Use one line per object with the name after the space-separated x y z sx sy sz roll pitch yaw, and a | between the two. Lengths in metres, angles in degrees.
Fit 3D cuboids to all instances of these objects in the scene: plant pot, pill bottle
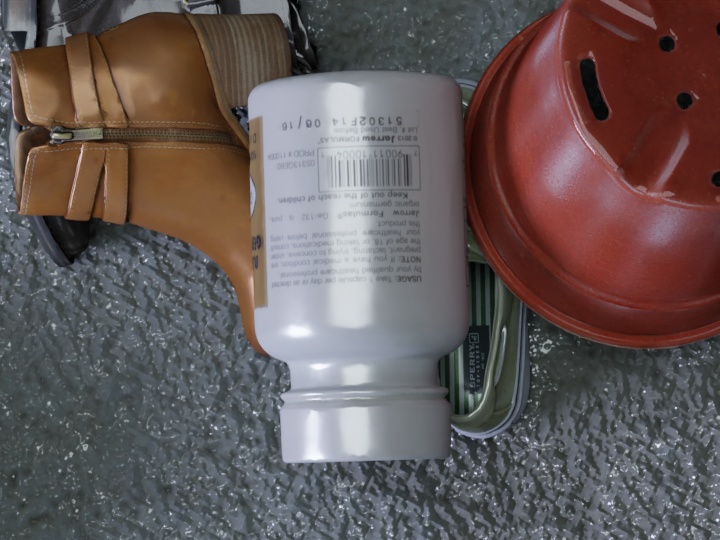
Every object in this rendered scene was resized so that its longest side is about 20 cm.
0.160 -0.079 1.526 0.200 0.195 0.201 1 76 -5 | plant pot
0.000 0.000 1.566 0.114 0.114 0.200 -3 87 12 | pill bottle

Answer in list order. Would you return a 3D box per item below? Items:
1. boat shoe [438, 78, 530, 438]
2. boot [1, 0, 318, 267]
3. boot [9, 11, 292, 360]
0.062 -0.009 1.634 0.072 0.062 0.200 -8 83 11 | boat shoe
-0.110 -0.107 1.682 0.174 0.069 0.200 -5 90 3 | boot
-0.109 -0.040 1.624 0.155 0.077 0.200 -9 104 -17 | boot
